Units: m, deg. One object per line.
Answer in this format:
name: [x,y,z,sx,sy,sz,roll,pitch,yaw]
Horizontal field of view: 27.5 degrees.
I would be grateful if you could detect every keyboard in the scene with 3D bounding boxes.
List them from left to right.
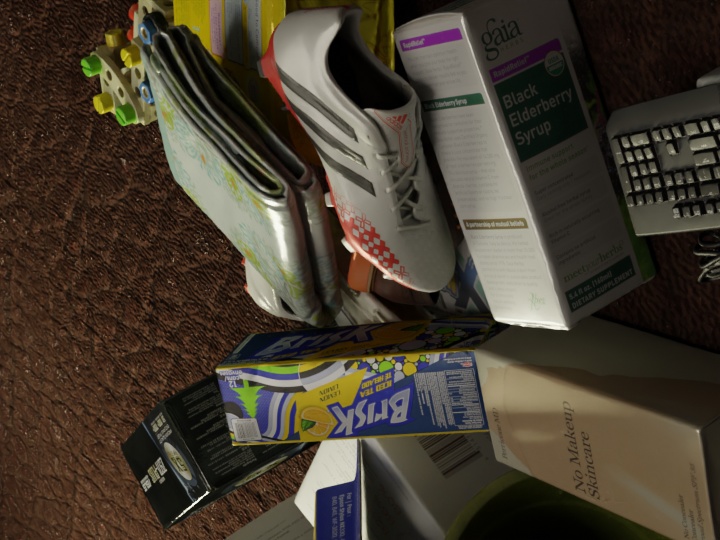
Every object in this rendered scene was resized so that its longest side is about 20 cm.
keyboard: [0.191,-0.041,0.735,0.199,0.039,0.105,-7,107,62]

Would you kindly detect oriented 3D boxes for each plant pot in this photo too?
plant pot: [0.137,0.258,1.050,0.201,0.199,0.190,53,162,16]

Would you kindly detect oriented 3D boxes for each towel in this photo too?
towel: [-0.083,-0.061,1.035,0.172,0.048,0.201,50,167,24]

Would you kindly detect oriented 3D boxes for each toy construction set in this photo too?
toy construction set: [-0.200,-0.210,1.295,0.131,0.092,0.201,44,158,31]

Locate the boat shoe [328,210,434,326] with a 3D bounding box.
boat shoe: [0.000,0.000,1.120,0.070,0.071,0.201,-48,68,34]

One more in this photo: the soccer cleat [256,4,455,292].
soccer cleat: [0.012,-0.073,0.910,0.085,0.069,0.201,-12,113,49]

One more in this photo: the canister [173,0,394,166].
canister: [-0.061,-0.170,1.055,0.200,0.086,0.150,30,126,55]

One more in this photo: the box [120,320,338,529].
box: [-0.089,0.126,1.273,0.087,0.199,0.164,59,151,8]

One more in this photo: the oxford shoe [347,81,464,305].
oxford shoe: [0.046,-0.059,1.003,0.072,0.072,0.201,20,134,8]

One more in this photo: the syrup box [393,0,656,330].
syrup box: [0.101,-0.073,0.905,0.081,0.078,0.202,4,117,59]

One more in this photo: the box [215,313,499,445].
box: [0.002,0.079,1.057,0.198,0.070,0.065,-5,108,20]

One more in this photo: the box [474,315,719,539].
box: [0.170,0.095,0.935,0.199,0.077,0.096,16,126,53]

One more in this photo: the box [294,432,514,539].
box: [0.046,0.182,1.194,0.153,0.106,0.201,52,150,18]

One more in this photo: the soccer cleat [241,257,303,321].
soccer cleat: [-0.080,-0.044,1.259,0.077,0.069,0.201,24,141,42]

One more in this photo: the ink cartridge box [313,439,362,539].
ink cartridge box: [-0.015,0.266,1.100,0.199,0.046,0.202,-91,-3,-52]

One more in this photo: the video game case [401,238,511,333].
video game case: [0.053,-0.043,1.074,0.199,0.022,0.184,16,128,54]

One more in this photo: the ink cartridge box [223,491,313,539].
ink cartridge box: [-0.015,0.318,1.376,0.199,0.144,0.149,29,138,46]

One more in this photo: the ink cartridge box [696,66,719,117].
ink cartridge box: [0.266,-0.015,0.718,0.173,0.043,0.202,1,115,61]
